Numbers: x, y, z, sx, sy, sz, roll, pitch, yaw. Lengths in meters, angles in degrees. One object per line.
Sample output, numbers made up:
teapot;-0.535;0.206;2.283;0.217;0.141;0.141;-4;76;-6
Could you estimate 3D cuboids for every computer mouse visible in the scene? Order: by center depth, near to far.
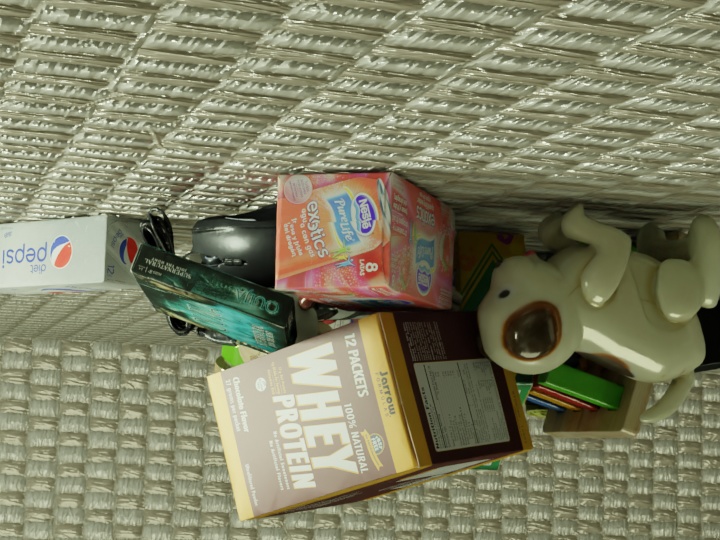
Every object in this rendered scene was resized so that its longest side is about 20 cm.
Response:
computer mouse;-0.110;0.011;1.533;0.198;0.142;0.046;-1;-156;24

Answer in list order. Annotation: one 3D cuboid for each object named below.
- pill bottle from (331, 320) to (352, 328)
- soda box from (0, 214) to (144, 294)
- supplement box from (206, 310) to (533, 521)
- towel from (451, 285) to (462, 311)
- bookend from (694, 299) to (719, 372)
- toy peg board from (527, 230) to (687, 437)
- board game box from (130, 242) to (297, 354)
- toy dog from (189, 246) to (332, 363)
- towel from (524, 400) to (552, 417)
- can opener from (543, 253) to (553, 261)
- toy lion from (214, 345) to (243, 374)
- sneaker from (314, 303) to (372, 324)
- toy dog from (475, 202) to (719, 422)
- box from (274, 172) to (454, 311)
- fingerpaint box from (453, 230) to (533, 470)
pill bottle;-0.054;0.051;1.993;0.198;0.113;0.112;5;173;-25
soda box;-0.303;-0.014;1.692;0.199;0.069;0.063;-4;172;37
supplement box;0.010;0.127;1.497;0.196;0.134;0.199;-21;167;32
towel;0.000;0.000;1.592;0.199;0.035;0.133;24;173;1
bookend;0.391;0.096;1.729;0.197;0.202;0.092;-12;170;17
toy peg board;0.217;0.053;1.655;0.097;0.201;0.199;21;169;-13
board game box;-0.121;0.030;1.436;0.134;0.028;0.200;20;169;3
toy dog;-0.097;0.016;1.643;0.199;0.097;0.132;36;-157;17
towel;0.204;0.072;1.813;0.085;0.201;0.018;6;142;-18
can opener;0.213;0.012;1.811;0.198;0.067;0.053;-3;172;-1
toy lion;-0.028;0.103;1.739;0.190;0.069;0.200;-6;-155;-33
sneaker;-0.023;0.017;1.713;0.199;0.072;0.097;-10;170;41
toy dog;0.196;0.036;1.476;0.198;0.196;0.139;-3;-173;-18
box;0.008;-0.020;1.413;0.102;0.096;0.200;-1;173;17
fingerpaint box;0.117;0.083;1.690;0.073;0.168;0.200;3;150;-5
